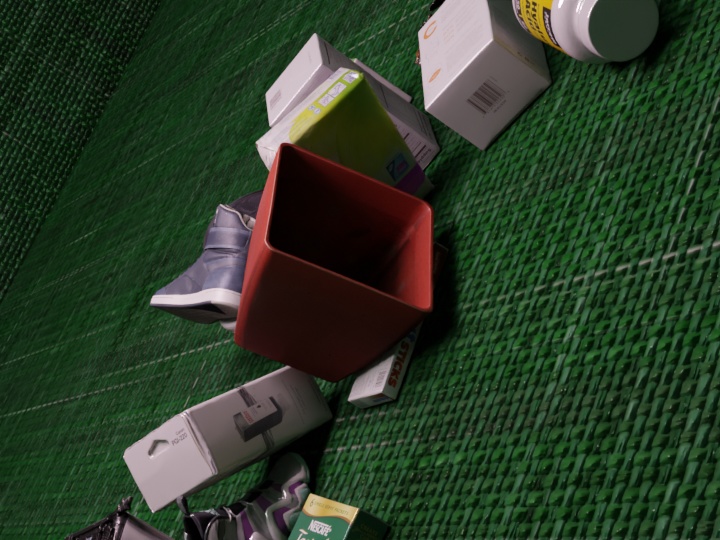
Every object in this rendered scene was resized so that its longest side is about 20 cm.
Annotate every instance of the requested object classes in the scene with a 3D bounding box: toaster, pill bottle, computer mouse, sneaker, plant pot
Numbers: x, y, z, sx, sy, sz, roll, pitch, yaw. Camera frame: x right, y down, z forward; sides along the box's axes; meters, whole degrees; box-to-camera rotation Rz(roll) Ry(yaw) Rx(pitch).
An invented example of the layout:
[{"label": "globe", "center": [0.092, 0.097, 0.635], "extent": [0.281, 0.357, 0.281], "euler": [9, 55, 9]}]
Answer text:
[{"label": "toaster", "center": [-0.321, 0.411, 1.769], "extent": [0.200, 0.119, 0.181], "euler": [-32, 34, 47]}, {"label": "pill bottle", "center": [0.249, -0.290, 1.536], "extent": [0.111, 0.111, 0.200], "euler": [-54, 22, 8]}, {"label": "computer mouse", "center": [-0.155, -0.070, 1.975], "extent": [0.200, 0.053, 0.139], "euler": [-34, -27, -36]}, {"label": "sneaker", "center": [-0.198, -0.009, 1.858], "extent": [0.202, 0.077, 0.146], "euler": [-7, 65, 50]}, {"label": "plant pot", "center": [-0.045, 0.007, 1.599], "extent": [0.176, 0.199, 0.200], "euler": [-57, 18, 36]}, {"label": "sneaker", "center": [-0.142, 0.272, 1.555], "extent": [0.078, 0.140, 0.200], "euler": [-27, 38, 51]}]

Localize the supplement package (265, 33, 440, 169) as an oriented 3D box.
[{"label": "supplement package", "center": [-0.011, -0.194, 1.822], "extent": [0.110, 0.200, 0.114], "euler": [-48, 23, 19]}]

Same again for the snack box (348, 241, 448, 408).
[{"label": "snack box", "center": [0.044, 0.062, 1.607], "extent": [0.072, 0.024, 0.200], "euler": [-23, 40, 55]}]

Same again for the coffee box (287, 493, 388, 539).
[{"label": "coffee box", "center": [-0.056, 0.331, 1.430], "extent": [0.200, 0.044, 0.123], "euler": [-63, 23, -12]}]

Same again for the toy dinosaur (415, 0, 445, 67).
[{"label": "toy dinosaur", "center": [0.137, -0.362, 1.895], "extent": [0.136, 0.102, 0.200], "euler": [-86, 10, -78]}]

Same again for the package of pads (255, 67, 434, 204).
[{"label": "package of pads", "center": [-0.020, -0.125, 1.704], "extent": [0.154, 0.200, 0.068], "euler": [-43, 35, -12]}]

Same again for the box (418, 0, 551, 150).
[{"label": "box", "center": [0.149, -0.264, 1.724], "extent": [0.124, 0.097, 0.200], "euler": [-45, 26, 28]}]

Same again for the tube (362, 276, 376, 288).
[{"label": "tube", "center": [0.000, 0.000, 1.756], "extent": [0.077, 0.050, 0.200], "euler": [-48, 29, 30]}]

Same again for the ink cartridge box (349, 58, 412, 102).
[{"label": "ink cartridge box", "center": [-0.025, -0.188, 1.969], "extent": [0.200, 0.104, 0.059], "euler": [-60, 22, -6]}]

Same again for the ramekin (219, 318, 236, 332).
[{"label": "ramekin", "center": [-0.097, 0.010, 1.871], "extent": [0.202, 0.094, 0.203], "euler": [-44, 25, 28]}]

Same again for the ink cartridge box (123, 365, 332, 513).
[{"label": "ink cartridge box", "center": [-0.153, 0.192, 1.626], "extent": [0.200, 0.085, 0.146], "euler": [-19, -13, -47]}]
